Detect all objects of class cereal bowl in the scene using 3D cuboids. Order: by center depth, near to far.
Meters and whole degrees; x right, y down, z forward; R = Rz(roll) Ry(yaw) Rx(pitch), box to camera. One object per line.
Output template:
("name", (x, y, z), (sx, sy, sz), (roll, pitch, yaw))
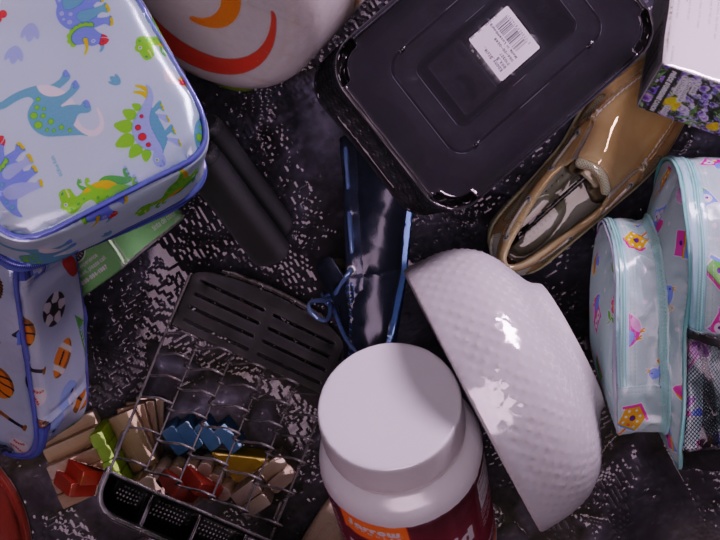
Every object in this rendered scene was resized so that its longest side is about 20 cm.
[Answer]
("cereal bowl", (0.109, 0.070, 1.062), (0.083, 0.200, 0.202), (-27, 98, 0))

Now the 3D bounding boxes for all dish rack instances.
("dish rack", (-0.092, 0.106, 1.114), (0.152, 0.054, 0.202), (26, 76, -17))

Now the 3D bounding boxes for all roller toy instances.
("roller toy", (-0.073, -0.229, 1.023), (0.183, 0.140, 0.199), (51, 143, -16))

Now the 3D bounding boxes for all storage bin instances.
("storage bin", (0.082, -0.146, 1.055), (0.200, 0.094, 0.136), (-41, 97, -8))

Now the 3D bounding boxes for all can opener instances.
("can opener", (-0.116, -0.079, 1.085), (0.066, 0.053, 0.200), (-19, 131, 26))

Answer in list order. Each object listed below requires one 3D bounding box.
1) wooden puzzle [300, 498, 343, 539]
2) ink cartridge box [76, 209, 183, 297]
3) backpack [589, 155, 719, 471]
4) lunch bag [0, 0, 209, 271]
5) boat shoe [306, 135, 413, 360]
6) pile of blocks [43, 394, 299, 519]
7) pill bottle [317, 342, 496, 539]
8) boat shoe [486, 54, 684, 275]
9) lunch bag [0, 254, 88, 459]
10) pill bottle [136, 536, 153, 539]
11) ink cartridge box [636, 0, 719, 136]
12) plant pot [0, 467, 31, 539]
("wooden puzzle", (0.006, 0.292, 1.145), (0.184, 0.037, 0.201), (37, 64, -5))
("ink cartridge box", (-0.242, -0.073, 1.088), (0.145, 0.088, 0.201), (-31, 99, 36))
("backpack", (0.233, 0.019, 1.061), (0.151, 0.176, 0.203), (8, 105, 2))
("lunch bag", (-0.197, -0.111, 0.959), (0.160, 0.083, 0.201), (-28, 78, -16))
("boat shoe", (0.000, 0.000, 1.128), (0.068, 0.084, 0.203), (7, 84, 2))
("pile of blocks", (-0.145, 0.142, 1.160), (0.197, 0.062, 0.083), (1, 100, 2))
("pill bottle", (0.033, 0.144, 1.074), (0.113, 0.115, 0.201), (-9, 143, 4))
("boat shoe", (0.169, -0.072, 1.099), (0.071, 0.076, 0.201), (38, 98, -2))
("lunch bag", (-0.267, 0.030, 1.056), (0.159, 0.076, 0.202), (16, 121, 21))
("pill bottle", (-0.139, 0.310, 1.164), (0.111, 0.111, 0.201), (-35, 97, 8))
("ink cartridge box", (0.295, -0.131, 1.065), (0.198, 0.110, 0.051), (19, 143, -3))
("plant pot", (-0.359, 0.231, 1.118), (0.198, 0.195, 0.204), (1, 100, 3))
